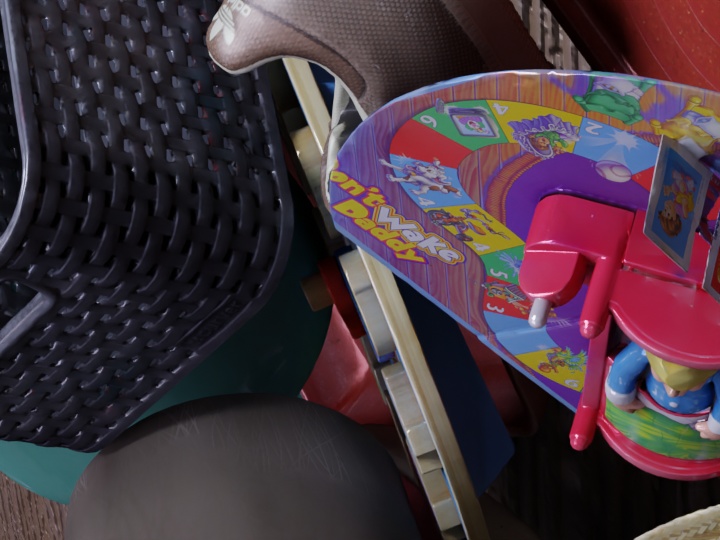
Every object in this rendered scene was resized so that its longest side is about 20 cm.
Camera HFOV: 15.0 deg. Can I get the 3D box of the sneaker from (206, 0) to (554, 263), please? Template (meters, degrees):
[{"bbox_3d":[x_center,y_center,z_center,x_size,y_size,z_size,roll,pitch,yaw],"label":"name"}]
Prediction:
[{"bbox_3d":[0.028,-0.031,0.783,0.200,0.076,0.070,52,-175,-37],"label":"sneaker"}]

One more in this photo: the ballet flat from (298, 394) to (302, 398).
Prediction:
[{"bbox_3d":[-0.078,-0.014,1.145,0.200,0.076,0.064,58,-179,-25],"label":"ballet flat"}]

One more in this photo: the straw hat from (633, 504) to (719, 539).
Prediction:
[{"bbox_3d":[0.145,0.135,0.804,0.201,0.085,0.201,9,114,22],"label":"straw hat"}]

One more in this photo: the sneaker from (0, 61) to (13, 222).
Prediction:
[{"bbox_3d":[-0.164,-0.026,0.949,0.080,0.200,0.074,-21,121,31],"label":"sneaker"}]

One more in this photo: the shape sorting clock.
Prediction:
[{"bbox_3d":[0.000,0.000,0.887,0.200,0.039,0.200,155,90,-89],"label":"shape sorting clock"}]

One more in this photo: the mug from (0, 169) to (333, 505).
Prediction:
[{"bbox_3d":[-0.089,0.001,1.003,0.114,0.152,0.185,50,-167,-35],"label":"mug"}]

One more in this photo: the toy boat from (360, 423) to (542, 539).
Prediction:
[{"bbox_3d":[0.001,0.145,0.978,0.200,0.131,0.131,33,142,62],"label":"toy boat"}]

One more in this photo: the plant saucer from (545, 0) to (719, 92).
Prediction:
[{"bbox_3d":[0.104,-0.081,0.706,0.200,0.037,0.200,56,158,14],"label":"plant saucer"}]

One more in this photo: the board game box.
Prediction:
[{"bbox_3d":[0.079,0.022,0.716,0.200,0.039,0.158,38,149,-30],"label":"board game box"}]

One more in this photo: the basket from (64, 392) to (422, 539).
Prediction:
[{"bbox_3d":[-0.030,0.145,0.823,0.180,0.136,0.200,-58,26,32],"label":"basket"}]

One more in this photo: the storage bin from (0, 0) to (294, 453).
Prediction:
[{"bbox_3d":[-0.106,-0.059,0.849,0.135,0.094,0.200,-41,50,41],"label":"storage bin"}]

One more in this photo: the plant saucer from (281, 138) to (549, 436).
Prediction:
[{"bbox_3d":[-0.006,-0.033,1.022,0.200,0.037,0.200,64,157,-7],"label":"plant saucer"}]
